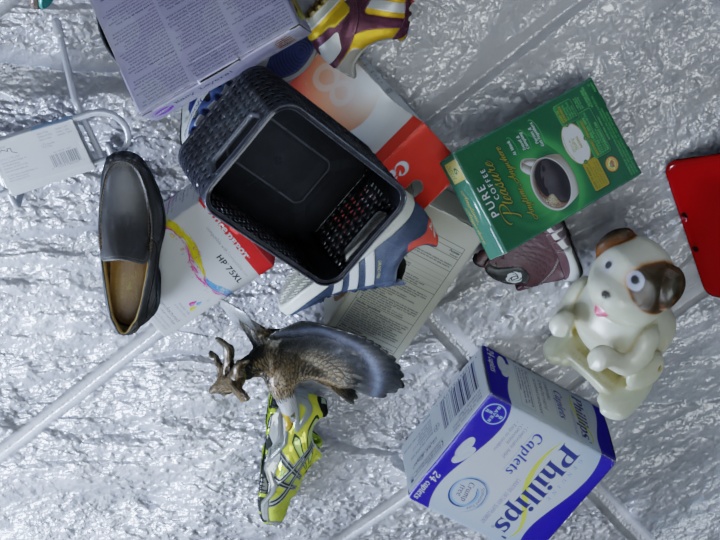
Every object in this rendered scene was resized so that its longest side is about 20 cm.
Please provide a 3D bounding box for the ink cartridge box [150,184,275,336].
[{"bbox_3d":[-0.177,-0.030,1.551,0.199,0.067,0.116,-33,115,15],"label":"ink cartridge box"}]

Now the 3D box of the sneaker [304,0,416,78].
[{"bbox_3d":[0.033,-0.288,1.402,0.200,0.075,0.090,-41,106,9],"label":"sneaker"}]

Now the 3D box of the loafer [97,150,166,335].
[{"bbox_3d":[-0.247,-0.026,1.472,0.072,0.072,0.202,-2,113,3],"label":"loafer"}]

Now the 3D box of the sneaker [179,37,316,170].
[{"bbox_3d":[-0.136,-0.197,1.453,0.080,0.115,0.200,38,81,-27],"label":"sneaker"}]

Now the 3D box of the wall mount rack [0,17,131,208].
[{"bbox_3d":[-0.348,-0.162,1.465,0.198,0.075,0.175,-16,123,5],"label":"wall mount rack"}]

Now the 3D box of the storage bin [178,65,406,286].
[{"bbox_3d":[-0.068,-0.093,1.386,0.135,0.094,0.199,-48,130,9],"label":"storage bin"}]

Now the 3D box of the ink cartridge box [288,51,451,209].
[{"bbox_3d":[-0.013,-0.126,1.479,0.162,0.050,0.200,-43,88,20],"label":"ink cartridge box"}]

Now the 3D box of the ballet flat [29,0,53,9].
[{"bbox_3d":[-0.307,-0.361,1.363,0.067,0.068,0.201,28,110,3],"label":"ballet flat"}]

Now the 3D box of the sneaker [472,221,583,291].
[{"bbox_3d":[0.171,-0.051,1.562,0.115,0.076,0.201,-21,120,12],"label":"sneaker"}]

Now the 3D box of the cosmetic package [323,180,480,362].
[{"bbox_3d":[0.048,-0.003,1.580,0.105,0.071,0.201,28,115,-16],"label":"cosmetic package"}]

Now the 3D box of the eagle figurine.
[{"bbox_3d":[-0.071,0.109,1.567,0.198,0.152,0.152,-12,135,-23],"label":"eagle figurine"}]

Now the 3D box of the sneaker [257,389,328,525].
[{"bbox_3d":[-0.086,0.238,1.709,0.076,0.076,0.202,6,121,-7],"label":"sneaker"}]

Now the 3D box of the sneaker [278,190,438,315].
[{"bbox_3d":[0.000,0.000,1.488,0.199,0.075,0.084,-36,120,25],"label":"sneaker"}]

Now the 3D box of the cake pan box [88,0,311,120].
[{"bbox_3d":[-0.174,-0.273,1.369,0.199,0.052,0.186,-28,81,11],"label":"cake pan box"}]

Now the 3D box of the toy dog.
[{"bbox_3d":[0.308,0.047,1.562,0.193,0.140,0.201,-28,148,-12],"label":"toy dog"}]

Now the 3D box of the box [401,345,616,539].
[{"bbox_3d":[0.182,0.227,1.704,0.199,0.105,0.185,28,115,-19],"label":"box"}]

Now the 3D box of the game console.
[{"bbox_3d":[0.476,-0.080,1.598,0.172,0.118,0.201,-37,121,-19],"label":"game console"}]

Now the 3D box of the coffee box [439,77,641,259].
[{"bbox_3d":[0.193,-0.110,1.469,0.199,0.044,0.124,-31,93,-23],"label":"coffee box"}]
